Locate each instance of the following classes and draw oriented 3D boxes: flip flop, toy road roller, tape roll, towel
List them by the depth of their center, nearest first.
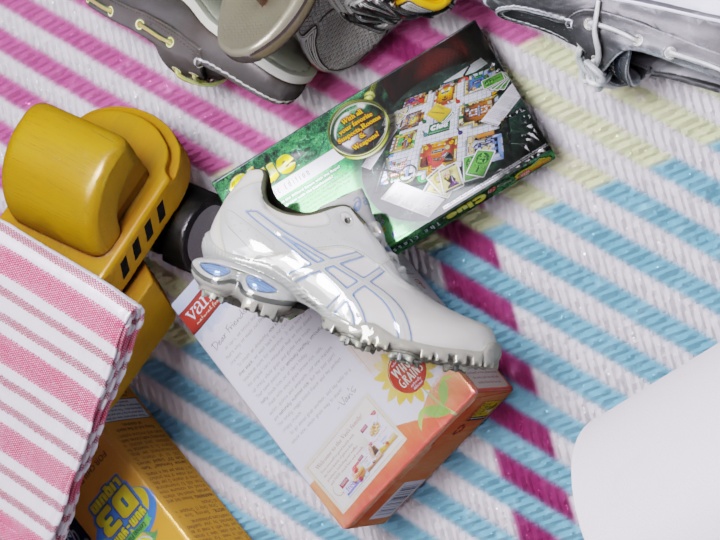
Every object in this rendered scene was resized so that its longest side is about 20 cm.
[{"bbox_3d":[0.234,0.139,1.513,0.139,0.203,0.203,-34,74,26],"label":"tape roll"},{"bbox_3d":[-0.052,-0.227,1.666,0.081,0.057,0.201,22,94,50],"label":"flip flop"},{"bbox_3d":[-0.223,0.077,1.742,0.146,0.030,0.201,30,109,26],"label":"towel"},{"bbox_3d":[-0.192,-0.020,1.775,0.123,0.146,0.200,24,72,29],"label":"toy road roller"}]

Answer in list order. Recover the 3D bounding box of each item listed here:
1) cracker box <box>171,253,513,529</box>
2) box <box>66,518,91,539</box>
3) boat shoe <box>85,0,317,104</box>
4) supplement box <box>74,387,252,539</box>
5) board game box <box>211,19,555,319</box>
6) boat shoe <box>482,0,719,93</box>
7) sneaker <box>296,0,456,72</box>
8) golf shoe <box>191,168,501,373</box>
[{"bbox_3d":[-0.014,0.049,1.745,0.134,0.058,0.200,-47,69,21],"label":"cracker box"},{"bbox_3d":[-0.208,0.192,1.827,0.032,0.121,0.200,-32,74,8],"label":"box"},{"bbox_3d":[-0.109,-0.159,1.795,0.201,0.072,0.061,39,114,32],"label":"boat shoe"},{"bbox_3d":[-0.158,0.147,1.829,0.200,0.069,0.067,48,114,20],"label":"supplement box"},{"bbox_3d":[0.014,-0.064,1.704,0.200,0.023,0.105,-31,73,5],"label":"board game box"},{"bbox_3d":[0.159,-0.141,1.629,0.199,0.074,0.068,14,83,21],"label":"boat shoe"},{"bbox_3d":[0.017,-0.186,1.679,0.200,0.078,0.082,-51,43,46],"label":"sneaker"},{"bbox_3d":[0.000,0.000,1.647,0.199,0.078,0.098,20,87,4],"label":"golf shoe"}]
